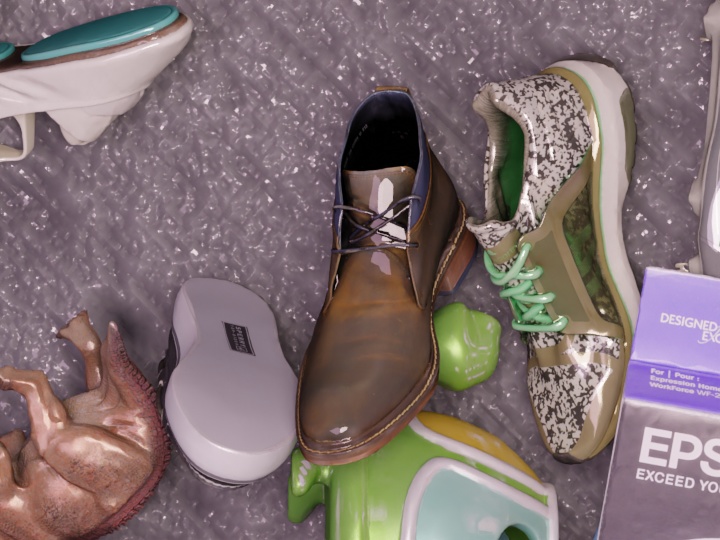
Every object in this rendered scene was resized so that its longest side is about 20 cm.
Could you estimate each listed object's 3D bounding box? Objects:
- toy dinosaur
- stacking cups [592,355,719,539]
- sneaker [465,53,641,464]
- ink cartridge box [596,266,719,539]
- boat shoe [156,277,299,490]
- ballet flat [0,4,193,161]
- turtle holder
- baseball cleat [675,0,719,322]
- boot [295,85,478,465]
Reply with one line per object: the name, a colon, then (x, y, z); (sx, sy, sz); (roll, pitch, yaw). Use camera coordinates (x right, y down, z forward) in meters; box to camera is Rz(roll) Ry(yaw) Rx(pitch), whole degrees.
toy dinosaur: (-0.141, 0.110, 1.524); (0.136, 0.086, 0.200); (45, 118, 11)
stacking cups: (0.141, 0.135, 1.454); (0.060, 0.060, 0.201); (22, 100, 17)
sneaker: (0.083, -0.005, 1.443); (0.077, 0.088, 0.201); (-8, 84, 52)
ink cartridge box: (0.212, 0.113, 1.399); (0.197, 0.043, 0.201); (9, 103, 3)
boat shoe: (-0.068, 0.066, 1.463); (0.068, 0.200, 0.057); (16, 110, -10)
ballet flat: (-0.170, -0.093, 1.556); (0.199, 0.069, 0.070); (-8, 90, 23)
turtle holder: (0.029, 0.125, 1.466); (0.131, 0.141, 0.186); (1, 56, -1)
baseball cleat: (0.209, -0.059, 1.418); (0.106, 0.070, 0.201); (3, 94, 19)
boot: (0.000, 0.000, 1.413); (0.074, 0.200, 0.097); (-4, 125, 20)
